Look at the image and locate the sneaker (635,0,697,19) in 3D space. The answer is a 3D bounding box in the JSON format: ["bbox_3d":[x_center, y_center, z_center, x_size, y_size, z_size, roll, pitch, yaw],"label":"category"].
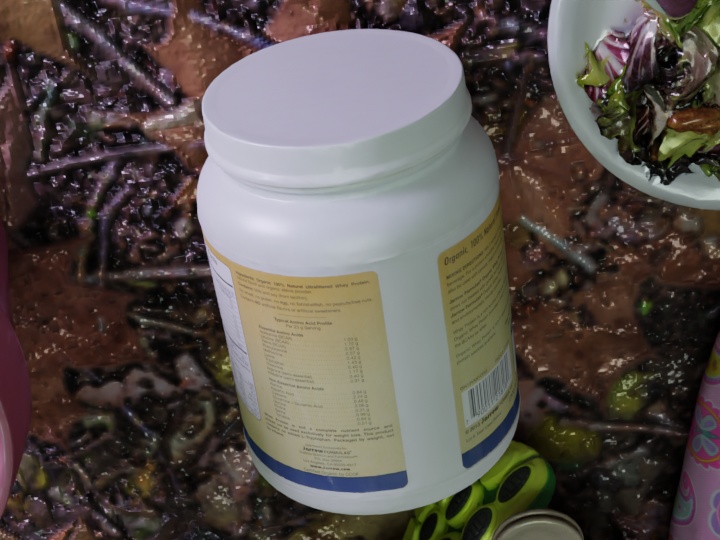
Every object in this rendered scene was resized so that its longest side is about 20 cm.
[{"bbox_3d":[0.126,-0.207,0.679,0.089,0.075,0.201,-19,111,13],"label":"sneaker"}]

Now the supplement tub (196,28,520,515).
[{"bbox_3d":[0.000,0.000,0.774,0.143,0.145,0.202,-6,121,3],"label":"supplement tub"}]

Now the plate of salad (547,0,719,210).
[{"bbox_3d":[0.189,-0.112,0.764,0.198,0.048,0.202,-1,122,-1],"label":"plate of salad"}]

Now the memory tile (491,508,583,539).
[{"bbox_3d":[0.108,0.218,0.900,0.153,0.017,0.200,-38,117,23],"label":"memory tile"}]

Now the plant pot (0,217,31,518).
[{"bbox_3d":[-0.249,0.030,0.769,0.198,0.180,0.202,0,122,0],"label":"plant pot"}]

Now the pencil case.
[{"bbox_3d":[0.222,0.101,0.875,0.086,0.088,0.202,2,122,-2],"label":"pencil case"}]

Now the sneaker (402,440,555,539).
[{"bbox_3d":[0.067,0.177,0.931,0.083,0.074,0.201,10,124,-22],"label":"sneaker"}]
